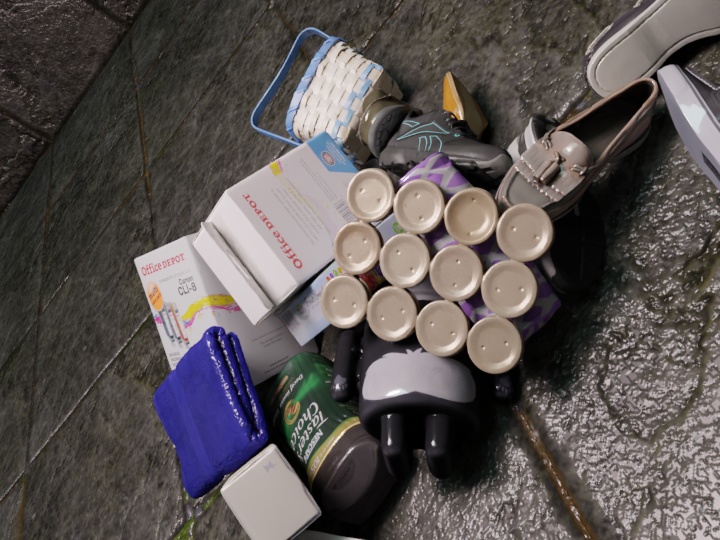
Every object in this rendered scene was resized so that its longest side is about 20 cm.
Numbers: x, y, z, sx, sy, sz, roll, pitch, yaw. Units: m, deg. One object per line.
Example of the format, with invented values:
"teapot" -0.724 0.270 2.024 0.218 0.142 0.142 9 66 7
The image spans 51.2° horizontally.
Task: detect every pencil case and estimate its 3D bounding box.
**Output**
"pencil case" 0.108 -0.017 0.718 0.083 0.085 0.201 -35 80 6

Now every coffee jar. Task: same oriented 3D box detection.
"coffee jar" -0.033 0.181 0.834 0.105 0.085 0.200 -57 35 5

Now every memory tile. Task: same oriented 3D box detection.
"memory tile" 0.065 -0.003 0.679 0.197 0.017 0.156 15 96 21

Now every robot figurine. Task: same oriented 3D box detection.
"robot figurine" 0.061 0.099 0.746 0.125 0.148 0.203 -42 34 47

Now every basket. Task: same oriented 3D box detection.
"basket" -0.053 -0.252 1.105 0.198 0.139 0.178 32 90 25

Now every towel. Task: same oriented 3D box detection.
"towel" -0.175 0.168 0.883 0.200 0.049 0.149 -44 66 46

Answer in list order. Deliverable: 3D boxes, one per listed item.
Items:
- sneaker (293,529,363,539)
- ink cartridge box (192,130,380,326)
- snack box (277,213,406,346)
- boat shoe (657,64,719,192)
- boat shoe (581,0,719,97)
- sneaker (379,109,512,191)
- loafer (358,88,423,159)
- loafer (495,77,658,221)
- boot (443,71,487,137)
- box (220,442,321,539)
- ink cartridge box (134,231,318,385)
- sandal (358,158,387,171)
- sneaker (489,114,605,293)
"sneaker" -0.026 0.337 0.718 0.198 0.080 0.149 -11 53 41
"ink cartridge box" -0.089 -0.044 0.875 0.199 0.129 0.125 -38 -2 -39
"snack box" 0.000 0.000 0.845 0.142 0.053 0.200 -42 1 -32
"boat shoe" 0.318 -0.117 0.634 0.065 0.070 0.202 -25 42 14
"boat shoe" 0.306 -0.246 0.734 0.199 0.074 0.061 -39 20 18
"sneaker" 0.092 -0.137 0.815 0.199 0.075 0.080 19 84 54
"loafer" 0.026 -0.187 0.952 0.076 0.069 0.200 -63 -7 14
"loafer" 0.201 -0.115 0.696 0.199 0.063 0.072 -37 68 -21
"boot" 0.090 -0.138 0.922 0.143 0.070 0.204 -35 46 28
"box" -0.095 0.233 0.786 0.068 0.083 0.200 -36 -7 -13
"ink cartridge box" -0.175 0.045 0.980 0.144 0.144 0.203 -15 94 46
"sandal" 0.002 -0.084 0.995 0.200 0.047 0.077 138 144 -61
"sneaker" 0.177 -0.048 0.770 0.115 0.075 0.204 -46 38 47
